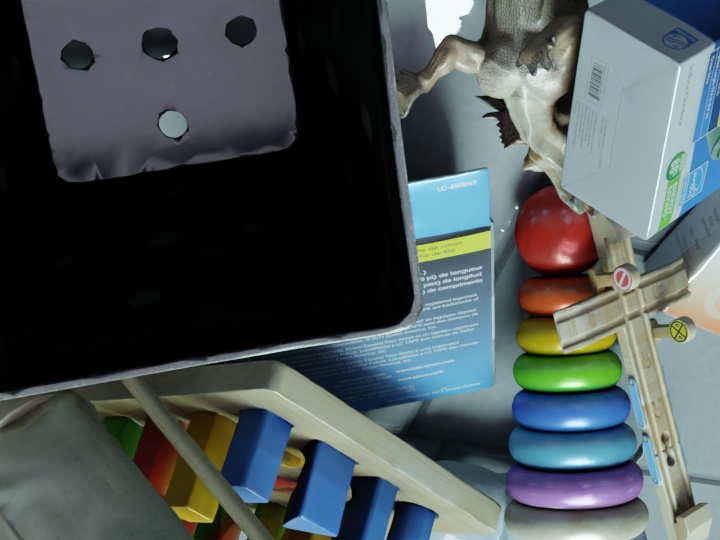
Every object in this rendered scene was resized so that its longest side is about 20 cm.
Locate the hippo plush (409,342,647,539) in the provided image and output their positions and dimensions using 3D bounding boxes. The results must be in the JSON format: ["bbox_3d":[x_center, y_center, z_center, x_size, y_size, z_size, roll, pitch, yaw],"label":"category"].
[{"bbox_3d":[0.101,0.179,1.036,0.159,0.160,0.202,-6,133,-7],"label":"hippo plush"}]

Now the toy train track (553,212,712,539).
[{"bbox_3d":[0.169,0.059,0.906,0.114,0.032,0.203,-20,98,-39],"label":"toy train track"}]

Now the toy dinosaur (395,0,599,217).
[{"bbox_3d":[0.090,-0.132,0.803,0.135,0.085,0.203,-13,119,-60],"label":"toy dinosaur"}]

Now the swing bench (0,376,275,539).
[{"bbox_3d":[-0.165,0.162,0.849,0.129,0.199,0.201,-12,142,-50],"label":"swing bench"}]

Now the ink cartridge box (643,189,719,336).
[{"bbox_3d":[0.292,-0.030,0.964,0.161,0.051,0.200,20,128,-27],"label":"ink cartridge box"}]

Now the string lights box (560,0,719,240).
[{"bbox_3d":[0.188,-0.110,0.795,0.199,0.059,0.104,-32,142,-32],"label":"string lights box"}]

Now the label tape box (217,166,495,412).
[{"bbox_3d":[0.000,0.000,0.898,0.141,0.067,0.201,-10,141,-2],"label":"label tape box"}]

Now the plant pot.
[{"bbox_3d":[-0.089,-0.084,0.724,0.197,0.178,0.202,-9,112,-3],"label":"plant pot"}]

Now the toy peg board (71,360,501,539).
[{"bbox_3d":[-0.059,0.145,0.946,0.198,0.099,0.199,-7,147,45],"label":"toy peg board"}]

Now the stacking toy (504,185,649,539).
[{"bbox_3d":[0.122,0.052,0.932,0.084,0.085,0.203,-2,94,-10],"label":"stacking toy"}]
